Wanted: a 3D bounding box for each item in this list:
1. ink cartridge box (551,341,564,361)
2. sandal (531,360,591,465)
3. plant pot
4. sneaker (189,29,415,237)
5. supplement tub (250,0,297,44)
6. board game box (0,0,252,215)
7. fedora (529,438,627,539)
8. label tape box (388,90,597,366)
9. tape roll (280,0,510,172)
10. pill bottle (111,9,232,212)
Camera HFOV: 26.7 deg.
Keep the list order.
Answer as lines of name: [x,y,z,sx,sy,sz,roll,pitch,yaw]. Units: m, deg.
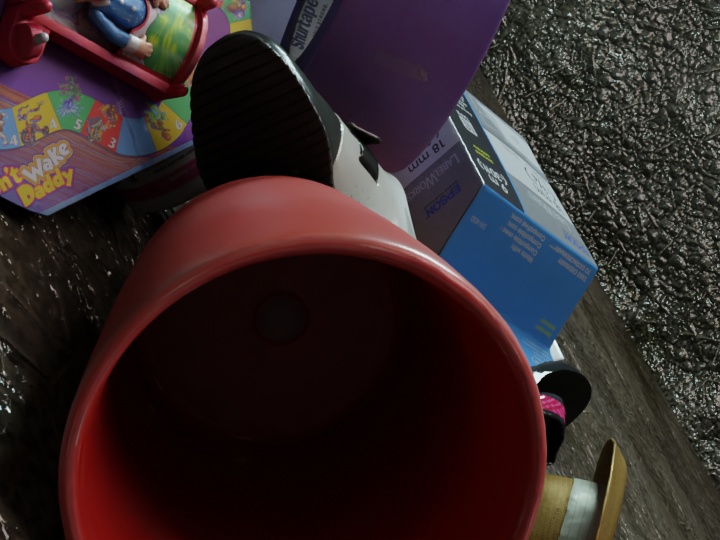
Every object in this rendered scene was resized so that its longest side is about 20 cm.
ink cartridge box: [0.109,0.064,1.272,0.116,0.066,0.201,100,-26,-53]
sandal: [0.088,0.096,0.905,0.045,0.075,0.199,39,19,27]
plant pot: [-0.032,0.051,0.669,0.201,0.200,0.178,54,5,-22]
sneaker: [-0.021,-0.042,0.786,0.201,0.074,0.089,63,26,-24]
supplement tub: [-0.014,-0.104,1.115,0.200,0.144,0.145,48,18,-41]
board game box: [-0.121,-0.122,0.720,0.199,0.039,0.159,-30,109,-35]
fedora: [0.104,0.193,0.956,0.081,0.202,0.201,19,12,7]
label tape box: [0.086,-0.032,0.994,0.144,0.063,0.201,31,27,-45]
tape roll: [0.022,-0.165,0.891,0.084,0.201,0.200,23,25,-14]
pill bottle: [-0.138,-0.139,0.807,0.200,0.113,0.114,53,15,-27]
